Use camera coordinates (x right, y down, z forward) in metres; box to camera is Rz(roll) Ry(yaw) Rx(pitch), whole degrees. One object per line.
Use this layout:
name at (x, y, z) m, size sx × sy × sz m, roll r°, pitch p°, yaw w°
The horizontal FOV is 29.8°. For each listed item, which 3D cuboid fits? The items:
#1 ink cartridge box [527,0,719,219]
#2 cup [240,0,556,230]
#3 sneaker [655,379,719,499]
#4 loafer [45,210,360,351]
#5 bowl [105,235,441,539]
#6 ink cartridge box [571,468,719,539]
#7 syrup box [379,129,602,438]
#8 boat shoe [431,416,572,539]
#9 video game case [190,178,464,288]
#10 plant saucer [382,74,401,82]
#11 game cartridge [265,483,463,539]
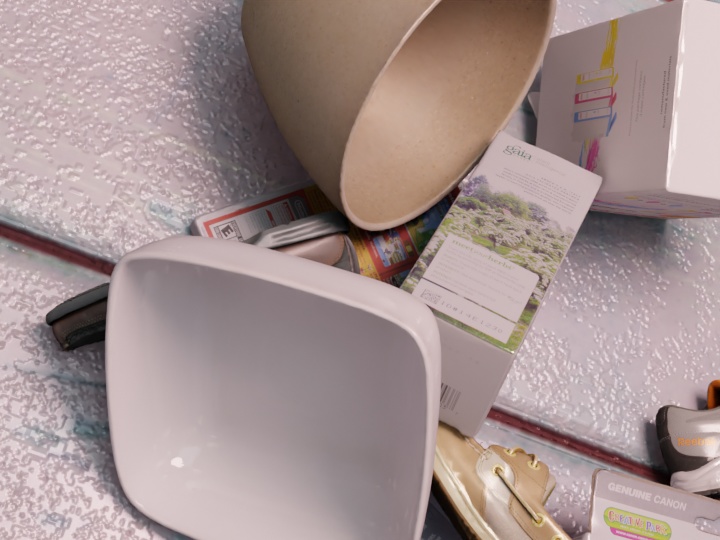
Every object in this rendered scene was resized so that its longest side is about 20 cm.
ink cartridge box at (0.215, -0.104, 0.954) m, size 0.128 × 0.200 × 0.126 m, roll 6°, pitch 88°, yaw -22°
cup at (0.007, -0.147, 0.866) m, size 0.143 × 0.200 × 0.200 m, roll 39°, pitch 61°, yaw 23°
sneaker at (0.302, 0.106, 0.980) m, size 0.200 × 0.074 × 0.080 m, roll -14°, pitch 73°, yaw -24°
loafer at (-0.093, 0.020, 0.847) m, size 0.200 × 0.072 × 0.063 m, roll -19°, pitch 87°, yaw -11°
bowl at (-0.045, 0.073, 0.785) m, size 0.199 × 0.200 × 0.075 m, roll 14°, pitch 31°, yaw 16°
ink cartridge box at (0.211, 0.243, 0.892) m, size 0.200 × 0.084 × 0.176 m, roll 18°, pitch 65°, yaw -15°
syrup box at (0.081, 0.002, 0.862) m, size 0.079 × 0.082 × 0.200 m, roll 26°, pitch 42°, yaw 7°
boat shoe at (0.092, 0.146, 0.831) m, size 0.066 × 0.074 × 0.200 m, roll -32°, pitch 75°, yaw -7°
video game case at (0.000, 0.000, 0.929) m, size 0.200 × 0.017 × 0.143 m, roll -20°, pitch 81°, yaw -25°
plant saucer at (0.023, -0.223, 1.002) m, size 0.200 × 0.037 × 0.201 m, roll 6°, pitch 71°, yaw -18°
game cartridge at (0.000, 0.198, 0.854) m, size 0.133 × 0.040 × 0.200 m, roll 48°, pitch 63°, yaw -4°
